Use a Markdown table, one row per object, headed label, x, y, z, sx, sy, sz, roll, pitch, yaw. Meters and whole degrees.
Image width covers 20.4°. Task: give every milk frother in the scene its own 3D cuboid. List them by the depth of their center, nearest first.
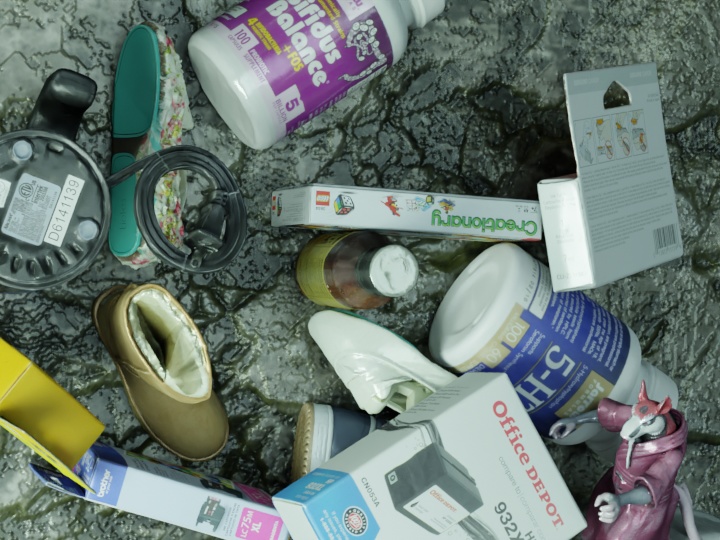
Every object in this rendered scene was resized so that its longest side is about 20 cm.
| label | x | y | z | sx | sy | sz | roll | pitch | yaw |
| --- | --- | --- | --- | --- | --- | --- | --- | --- | --- |
| milk frother | -0.209 | -0.040 | 1.551 | 0.200 | 0.188 | 0.181 | 38 | 81 | -10 |

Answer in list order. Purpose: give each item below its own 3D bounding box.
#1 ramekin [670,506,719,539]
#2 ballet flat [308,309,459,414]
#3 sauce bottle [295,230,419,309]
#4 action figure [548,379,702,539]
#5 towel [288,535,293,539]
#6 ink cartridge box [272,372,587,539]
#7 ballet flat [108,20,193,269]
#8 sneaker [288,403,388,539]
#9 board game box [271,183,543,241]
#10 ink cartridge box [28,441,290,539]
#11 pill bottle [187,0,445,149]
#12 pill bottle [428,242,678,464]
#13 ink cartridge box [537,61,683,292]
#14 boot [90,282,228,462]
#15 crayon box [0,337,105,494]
| label | x | y | z | sx | sy | sz | roll | pitch | yaw |
| --- | --- | --- | --- | --- | --- | --- | --- | --- | --- |
| ramekin | 0.290 | 0.313 | 1.758 | 0.199 | 0.098 | 0.202 | 0 | 90 | -17 |
| ballet flat | 0.040 | 0.102 | 1.654 | 0.199 | 0.069 | 0.070 | 30 | 83 | -6 |
| sauce bottle | 0.000 | 0.000 | 1.613 | 0.066 | 0.200 | 0.066 | 0 | 90 | -18 |
| action figure | 0.234 | 0.171 | 1.620 | 0.148 | 0.134 | 0.201 | -1 | 133 | -13 |
| towel | -0.024 | 0.312 | 1.611 | 0.200 | 0.032 | 0.191 | -44 | 101 | -8 |
| ink cartridge box | 0.055 | 0.190 | 1.575 | 0.199 | 0.084 | 0.146 | -31 | 97 | -19 |
| ballet flat | -0.169 | -0.101 | 1.640 | 0.064 | 0.075 | 0.201 | 3 | 95 | -47 |
| sneaker | -0.006 | 0.216 | 1.675 | 0.108 | 0.070 | 0.201 | 7 | 86 | -15 |
| board game box | 0.037 | -0.047 | 1.662 | 0.199 | 0.126 | 0.035 | 4 | 89 | -16 |
| ink cartridge box | -0.161 | 0.175 | 1.610 | 0.199 | 0.119 | 0.042 | 16 | 89 | -16 |
| pill bottle | -0.033 | -0.196 | 1.646 | 0.200 | 0.112 | 0.113 | -35 | 100 | -13 |
| pill bottle | 0.168 | 0.077 | 1.705 | 0.200 | 0.120 | 0.120 | 34 | 82 | -18 |
| ink cartridge box | 0.208 | -0.082 | 1.693 | 0.200 | 0.043 | 0.175 | -15 | 96 | -59 |
| boot | -0.148 | 0.086 | 1.570 | 0.066 | 0.200 | 0.175 | -39 | 101 | -12 |
| crayon box | -0.277 | 0.081 | 1.518 | 0.200 | 0.127 | 0.051 | 32 | 78 | 31 |
